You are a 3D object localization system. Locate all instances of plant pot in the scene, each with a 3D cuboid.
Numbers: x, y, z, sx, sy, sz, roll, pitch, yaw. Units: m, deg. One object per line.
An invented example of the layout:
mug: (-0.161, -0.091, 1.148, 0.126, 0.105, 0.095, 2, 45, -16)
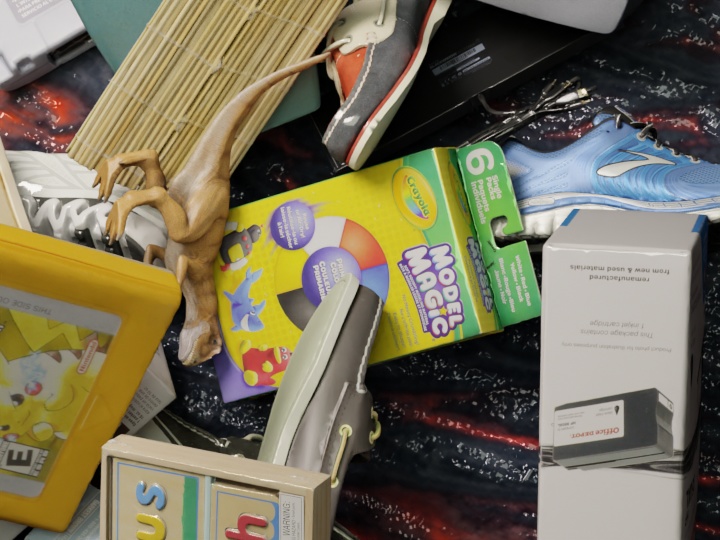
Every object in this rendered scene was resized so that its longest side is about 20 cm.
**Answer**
plant pot: (-0.101, -0.182, 1.609, 0.141, 0.141, 0.200, -22, 110, 4)

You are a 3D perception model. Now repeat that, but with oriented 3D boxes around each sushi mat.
sushi mat: (-0.084, -0.124, 1.559, 0.200, 0.096, 0.012, -54, 27, 23)

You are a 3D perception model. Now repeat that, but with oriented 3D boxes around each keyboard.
keyboard: (0.071, -0.110, 1.627, 0.200, 0.021, 0.127, -29, 42, 3)

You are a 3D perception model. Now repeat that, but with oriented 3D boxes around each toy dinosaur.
toy dinosaur: (-0.098, -0.046, 1.570, 0.106, 0.060, 0.200, 9, 102, -25)

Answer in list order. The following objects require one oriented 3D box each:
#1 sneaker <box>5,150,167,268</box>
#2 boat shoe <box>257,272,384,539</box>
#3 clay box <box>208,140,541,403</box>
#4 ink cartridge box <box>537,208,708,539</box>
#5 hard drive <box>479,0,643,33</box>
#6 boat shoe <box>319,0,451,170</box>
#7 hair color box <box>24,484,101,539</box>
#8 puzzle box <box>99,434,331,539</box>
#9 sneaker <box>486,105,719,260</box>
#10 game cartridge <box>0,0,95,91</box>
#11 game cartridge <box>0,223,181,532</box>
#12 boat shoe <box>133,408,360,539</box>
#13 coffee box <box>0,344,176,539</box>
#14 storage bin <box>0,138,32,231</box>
sneaker: (-0.195, -0.043, 1.659, 0.200, 0.075, 0.081, 16, 50, 22)
boat shoe: (-0.024, 0.101, 1.521, 0.061, 0.072, 0.201, 24, 75, -10)
clay box: (0.000, 0.000, 1.582, 0.200, 0.048, 0.115, -17, 86, 22)
ink cartridge box: (0.147, 0.074, 1.488, 0.084, 0.145, 0.200, 3, 100, 11)
hard drive: (0.088, -0.205, 1.619, 0.200, 0.135, 0.042, 21, 121, 16)
boat shoe: (0.008, -0.135, 1.596, 0.063, 0.071, 0.200, 29, 43, -6)
hair color box: (-0.101, 0.216, 1.546, 0.200, 0.099, 0.061, 28, 47, 15)
puzzle box: (-0.083, 0.196, 1.466, 0.133, 0.025, 0.200, 9, 108, 23)
sneaker: (0.171, -0.058, 1.586, 0.200, 0.079, 0.089, -2, 78, 10)
game cartridge: (-0.175, -0.219, 1.712, 0.200, 0.041, 0.133, -29, 76, 2)
game cartridge: (-0.222, 0.053, 1.448, 0.176, 0.200, 0.032, -62, 30, 24)
boat shoe: (-0.066, 0.135, 1.587, 0.200, 0.071, 0.064, 42, 76, 15)
coffee box: (-0.213, 0.092, 1.574, 0.200, 0.114, 0.080, -41, 112, 6)
storage bin: (-0.292, 0.012, 1.542, 0.199, 0.094, 0.200, -45, 38, 15)
